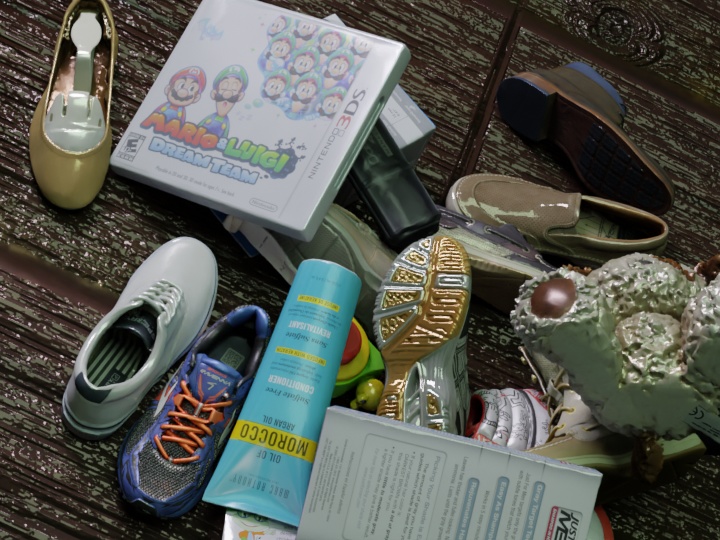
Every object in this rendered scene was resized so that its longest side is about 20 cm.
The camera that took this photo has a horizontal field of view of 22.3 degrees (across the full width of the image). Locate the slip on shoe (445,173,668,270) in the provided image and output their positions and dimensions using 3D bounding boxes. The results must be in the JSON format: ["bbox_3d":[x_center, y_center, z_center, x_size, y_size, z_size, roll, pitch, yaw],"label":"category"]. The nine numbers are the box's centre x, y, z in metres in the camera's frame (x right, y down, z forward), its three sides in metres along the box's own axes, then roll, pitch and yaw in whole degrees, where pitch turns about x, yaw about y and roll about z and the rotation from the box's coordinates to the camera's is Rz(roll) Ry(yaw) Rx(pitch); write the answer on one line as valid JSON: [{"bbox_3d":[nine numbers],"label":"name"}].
[{"bbox_3d":[0.175,-0.045,1.612,0.199,0.061,0.076,21,53,-8],"label":"slip on shoe"}]

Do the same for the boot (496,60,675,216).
[{"bbox_3d":[0.228,-0.130,1.669,0.200,0.075,0.097,41,46,24],"label":"boot"}]

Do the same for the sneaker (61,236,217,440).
[{"bbox_3d":[-0.161,0.043,1.411,0.073,0.071,0.200,29,53,-2],"label":"sneaker"}]

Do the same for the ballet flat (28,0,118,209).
[{"bbox_3d":[-0.236,-0.145,1.509,0.068,0.063,0.201,5,56,-10],"label":"ballet flat"}]

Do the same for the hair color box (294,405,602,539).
[{"bbox_3d":[0.063,0.167,1.299,0.199,0.061,0.099,13,87,4],"label":"hair color box"}]

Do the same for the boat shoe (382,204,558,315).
[{"bbox_3d":[0.118,-0.009,1.560,0.199,0.072,0.065,19,58,-2],"label":"boat shoe"}]

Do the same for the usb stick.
[{"bbox_3d":[-0.001,-0.108,1.522,0.055,0.033,0.200,-24,72,-25],"label":"usb stick"}]

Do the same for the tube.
[{"bbox_3d":[-0.051,0.091,1.375,0.077,0.050,0.201,13,68,10],"label":"tube"}]

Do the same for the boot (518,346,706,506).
[{"bbox_3d":[0.157,0.106,1.424,0.199,0.072,0.155,-8,56,-34],"label":"boot"}]

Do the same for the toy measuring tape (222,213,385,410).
[{"bbox_3d":[-0.055,0.038,1.455,0.200,0.074,0.074,48,54,7],"label":"toy measuring tape"}]

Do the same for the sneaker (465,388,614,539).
[{"bbox_3d":[0.134,0.182,1.444,0.107,0.067,0.202,7,53,-17],"label":"sneaker"}]

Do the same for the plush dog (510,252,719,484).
[{"bbox_3d":[0.217,0.048,1.369,0.199,0.161,0.172,-1,31,9],"label":"plush dog"}]

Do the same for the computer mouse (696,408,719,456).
[{"bbox_3d":[0.269,0.097,1.483,0.052,0.200,0.139,-3,91,-13],"label":"computer mouse"}]

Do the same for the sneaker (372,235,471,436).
[{"bbox_3d":[0.052,0.074,1.450,0.075,0.088,0.201,4,74,18],"label":"sneaker"}]

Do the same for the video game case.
[{"bbox_3d":[-0.084,-0.131,1.493,0.199,0.024,0.183,20,72,27],"label":"video game case"}]

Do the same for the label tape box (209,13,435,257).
[{"bbox_3d":[-0.056,-0.118,1.564,0.200,0.066,0.143,-30,74,-36],"label":"label tape box"}]

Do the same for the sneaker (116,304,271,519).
[{"bbox_3d":[-0.124,0.100,1.384,0.075,0.079,0.200,26,53,-1],"label":"sneaker"}]

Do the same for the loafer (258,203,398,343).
[{"bbox_3d":[0.000,0.000,1.509,0.200,0.072,0.063,42,35,-7],"label":"loafer"}]

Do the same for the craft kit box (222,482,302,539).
[{"bbox_3d":[-0.009,0.242,1.320,0.199,0.049,0.198,8,50,-1],"label":"craft kit box"}]
